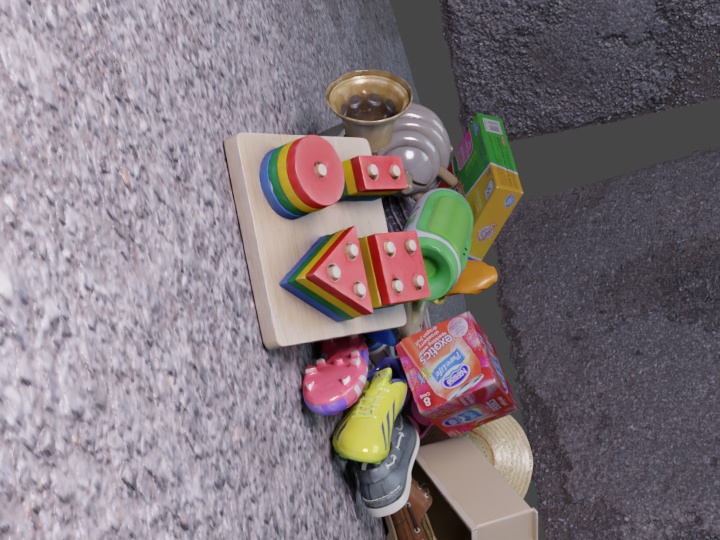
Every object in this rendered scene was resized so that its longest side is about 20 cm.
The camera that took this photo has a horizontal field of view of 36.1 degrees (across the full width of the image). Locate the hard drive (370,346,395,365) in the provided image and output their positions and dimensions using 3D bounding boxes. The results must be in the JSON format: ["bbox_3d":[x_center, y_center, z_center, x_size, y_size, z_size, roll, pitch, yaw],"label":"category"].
[{"bbox_3d":[0.016,0.038,1.620,0.132,0.026,0.202,60,20,-63],"label":"hard drive"}]

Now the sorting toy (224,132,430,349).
[{"bbox_3d":[-0.021,-0.039,1.072,0.198,0.069,0.202,-6,82,-51],"label":"sorting toy"}]

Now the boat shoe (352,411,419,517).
[{"bbox_3d":[0.025,0.203,1.294,0.200,0.072,0.062,-83,151,-64],"label":"boat shoe"}]

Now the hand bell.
[{"bbox_3d":[0.009,-0.137,1.374,0.105,0.103,0.201,-94,-177,-45],"label":"hand bell"}]

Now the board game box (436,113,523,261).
[{"bbox_3d":[0.151,-0.091,1.533,0.154,0.040,0.201,-98,-154,-43],"label":"board game box"}]

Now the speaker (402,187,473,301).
[{"bbox_3d":[0.093,-0.036,1.385,0.200,0.088,0.089,-64,141,-64],"label":"speaker"}]

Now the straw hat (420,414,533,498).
[{"bbox_3d":[0.138,0.266,1.571,0.085,0.200,0.203,27,49,-61],"label":"straw hat"}]

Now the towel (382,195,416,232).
[{"bbox_3d":[0.048,-0.081,1.647,0.166,0.085,0.201,56,12,-66],"label":"towel"}]

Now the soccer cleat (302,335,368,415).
[{"bbox_3d":[-0.020,0.120,1.173,0.200,0.066,0.077,-79,159,-75],"label":"soccer cleat"}]

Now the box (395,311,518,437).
[{"bbox_3d":[0.122,0.133,1.361,0.200,0.099,0.096,47,22,-67],"label":"box"}]

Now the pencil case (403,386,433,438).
[{"bbox_3d":[0.065,0.188,1.537,0.090,0.094,0.200,33,5,8],"label":"pencil case"}]

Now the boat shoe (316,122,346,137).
[{"bbox_3d":[-0.031,-0.156,1.463,0.200,0.074,0.062,-103,167,-80],"label":"boat shoe"}]

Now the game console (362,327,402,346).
[{"bbox_3d":[0.006,-0.035,1.258,0.170,0.118,0.201,11,-52,62],"label":"game console"}]

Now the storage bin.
[{"bbox_3d":[0.142,0.348,1.437,0.200,0.093,0.200,-136,-142,-59],"label":"storage bin"}]

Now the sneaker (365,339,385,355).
[{"bbox_3d":[0.001,0.000,1.413,0.111,0.076,0.202,80,7,-74],"label":"sneaker"}]

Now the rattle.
[{"bbox_3d":[0.108,0.066,1.508,0.130,0.141,0.202,-84,174,-63],"label":"rattle"}]

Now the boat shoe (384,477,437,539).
[{"bbox_3d":[0.059,0.290,1.398,0.072,0.067,0.202,-49,126,-79],"label":"boat shoe"}]

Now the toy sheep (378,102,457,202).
[{"bbox_3d":[0.065,-0.160,1.519,0.201,0.137,0.139,-96,169,-59],"label":"toy sheep"}]

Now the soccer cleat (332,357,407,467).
[{"bbox_3d":[0.013,0.152,1.227,0.200,0.064,0.084,-53,157,-73],"label":"soccer cleat"}]

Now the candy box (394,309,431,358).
[{"bbox_3d":[0.078,0.096,1.815,0.200,0.060,0.138,55,23,-69],"label":"candy box"}]
